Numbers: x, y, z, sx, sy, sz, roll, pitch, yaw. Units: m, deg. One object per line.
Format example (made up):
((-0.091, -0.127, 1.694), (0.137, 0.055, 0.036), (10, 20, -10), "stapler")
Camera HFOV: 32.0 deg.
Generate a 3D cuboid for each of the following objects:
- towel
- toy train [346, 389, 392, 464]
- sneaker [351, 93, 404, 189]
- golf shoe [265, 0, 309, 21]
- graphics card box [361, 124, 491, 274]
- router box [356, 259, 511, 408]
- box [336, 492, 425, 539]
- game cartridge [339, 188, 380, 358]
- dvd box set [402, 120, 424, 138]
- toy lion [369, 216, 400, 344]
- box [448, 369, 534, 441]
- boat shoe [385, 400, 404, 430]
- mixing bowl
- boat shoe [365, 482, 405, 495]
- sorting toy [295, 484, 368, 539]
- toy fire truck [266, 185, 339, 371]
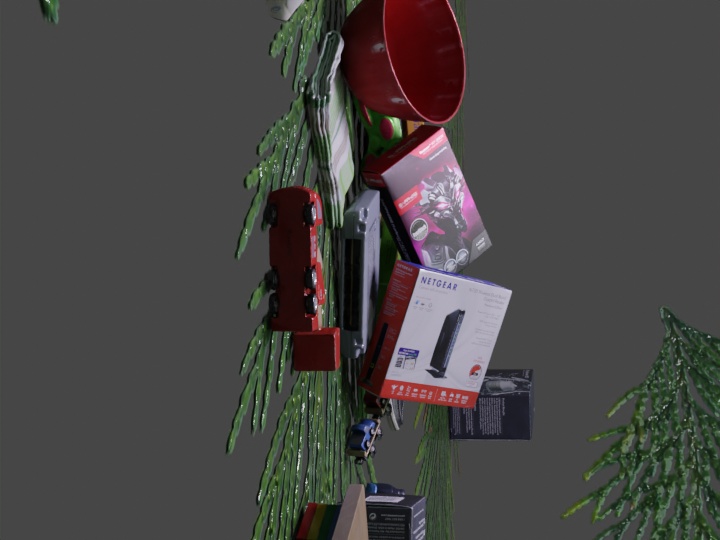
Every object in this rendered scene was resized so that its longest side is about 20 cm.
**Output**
((-0.029, -0.171, 1.535), (0.150, 0.031, 0.201), (-77, 164, -48), "towel")
((0.026, 0.175, 1.733), (0.046, 0.034, 0.201), (56, 45, -44), "toy train")
((0.035, -0.196, 1.768), (0.084, 0.076, 0.201), (-68, 158, -54), "sneaker")
((-0.064, -0.323, 1.278), (0.200, 0.078, 0.098), (-64, 171, -55), "golf shoe")
((0.094, -0.085, 1.740), (0.125, 0.051, 0.201), (-38, 119, -26), "graphics card box")
((0.103, 0.091, 1.725), (0.199, 0.049, 0.180), (12, 98, -44), "router box")
((0.027, 0.402, 1.659), (0.148, 0.104, 0.201), (30, 61, -79), "box")
((0.000, 0.000, 1.660), (0.133, 0.040, 0.201), (-52, 145, -69), "game cartridge")
((0.062, -0.241, 1.858), (0.146, 0.029, 0.201), (138, -51, -75), "dvd box set")
((0.037, 0.037, 1.854), (0.192, 0.068, 0.201), (90, 7, -46), "toy lion")
((0.320, 0.324, 3.048), (0.200, 0.195, 0.125), (-55, 144, -73), "box")
((0.069, 0.157, 2.013), (0.075, 0.062, 0.201), (70, 24, -67), "boat shoe")
((0.041, -0.278, 1.621), (0.200, 0.108, 0.201), (20, 66, -53), "mixing bowl")
((0.050, 0.383, 1.885), (0.200, 0.068, 0.085), (72, 21, -61), "boat shoe")
((-0.039, 0.374, 1.388), (0.199, 0.069, 0.201), (-69, 157, -63), "sorting toy")
((-0.058, 0.012, 1.325), (0.141, 0.048, 0.201), (-19, 108, -80), "toy fire truck")
